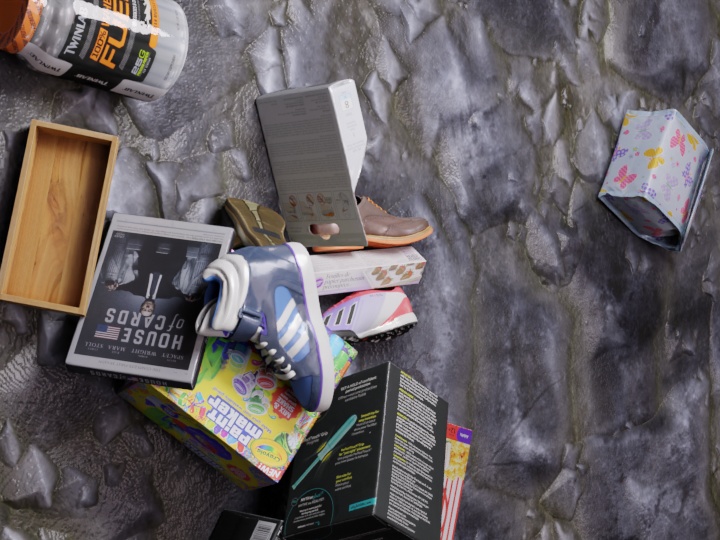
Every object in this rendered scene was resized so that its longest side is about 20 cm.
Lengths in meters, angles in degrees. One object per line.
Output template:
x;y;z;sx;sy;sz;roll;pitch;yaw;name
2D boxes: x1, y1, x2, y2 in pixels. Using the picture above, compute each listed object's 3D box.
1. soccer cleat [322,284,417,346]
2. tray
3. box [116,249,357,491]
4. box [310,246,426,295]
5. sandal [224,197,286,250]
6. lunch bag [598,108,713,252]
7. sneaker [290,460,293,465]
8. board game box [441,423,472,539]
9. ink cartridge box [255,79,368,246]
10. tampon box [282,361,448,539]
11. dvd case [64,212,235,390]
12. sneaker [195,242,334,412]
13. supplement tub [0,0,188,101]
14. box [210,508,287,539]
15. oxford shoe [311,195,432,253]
-0.013;0.064;1.773;0.198;0.068;0.074;-11;74;-37;soccer cleat
-0.335;-0.057;1.468;0.097;0.037;0.203;11;81;-7;tray
-0.146;0.122;1.570;0.199;0.122;0.194;38;64;-12;box
0.000;0.000;1.776;0.198;0.041;0.039;-7;128;-39;box
-0.125;-0.032;1.603;0.080;0.201;0.054;19;112;-30;sandal
0.506;-0.148;2.188;0.200;0.126;0.171;38;68;-42;lunch bag
-0.064;0.195;1.729;0.199;0.078;0.117;38;50;-37;sneaker
0.075;0.307;1.852;0.150;0.046;0.203;20;77;-40;board game box
-0.049;-0.133;1.668;0.047;0.159;0.203;-24;105;-37;ink cartridge box
0.010;0.242;1.611;0.126;0.149;0.202;37;47;-36;tampon box
-0.235;0.032;1.495;0.025;0.148;0.202;84;15;-59;dvd case
-0.115;0.075;1.470;0.145;0.080;0.203;-14;100;-27;sneaker
-0.302;-0.268;1.470;0.198;0.122;0.125;10;83;-40;supplement tub
-0.099;0.413;1.646;0.200;0.123;0.150;42;63;-34;box
0.019;-0.067;1.790;0.198;0.071;0.074;-6;89;-41;oxford shoe
